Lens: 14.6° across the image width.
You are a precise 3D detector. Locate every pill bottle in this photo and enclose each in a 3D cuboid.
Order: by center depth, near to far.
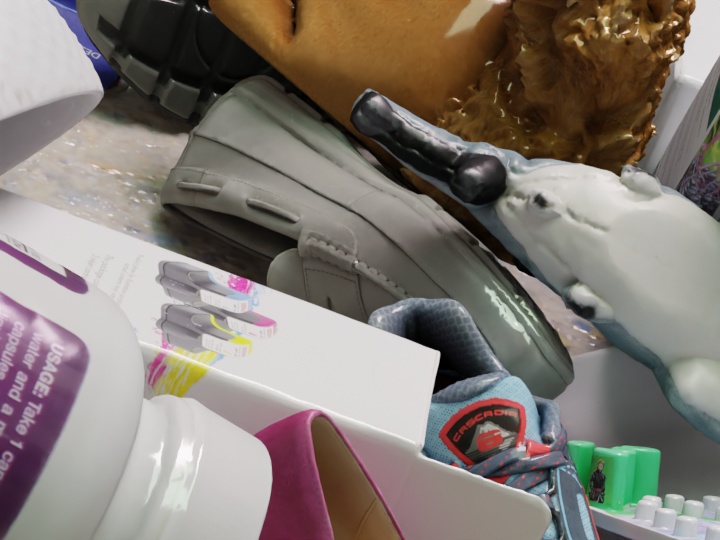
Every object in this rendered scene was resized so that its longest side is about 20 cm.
[{"bbox_3d":[-0.126,0.034,0.712,0.200,0.112,0.112,31,27,-18],"label":"pill bottle"}]

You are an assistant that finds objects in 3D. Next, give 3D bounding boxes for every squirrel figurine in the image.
[{"bbox_3d":[0.073,-0.109,1.075,0.142,0.187,0.200,40,1,-38],"label":"squirrel figurine"}]

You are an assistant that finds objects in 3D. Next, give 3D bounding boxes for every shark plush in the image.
[{"bbox_3d":[0.079,0.005,0.993,0.200,0.091,0.083,19,-10,-18],"label":"shark plush"}]

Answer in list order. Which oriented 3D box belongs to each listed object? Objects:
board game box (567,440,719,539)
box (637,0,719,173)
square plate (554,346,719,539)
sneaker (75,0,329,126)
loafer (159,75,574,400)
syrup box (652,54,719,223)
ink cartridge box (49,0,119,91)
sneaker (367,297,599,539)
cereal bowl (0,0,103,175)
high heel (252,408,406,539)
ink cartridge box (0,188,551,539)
[{"bbox_3d":[0.185,0.085,0.897,0.200,0.026,0.200,7,1,-18],"label":"board game box"},{"bbox_3d":[0.205,-0.041,1.199,0.200,0.106,0.152,19,30,-5],"label":"box"},{"bbox_3d":[0.161,0.093,1.031,0.198,0.028,0.200,-11,43,-43],"label":"square plate"},{"bbox_3d":[-0.037,-0.100,1.190,0.200,0.075,0.079,12,20,-34],"label":"sneaker"},{"bbox_3d":[0.000,0.000,1.038,0.200,0.070,0.070,38,-7,42],"label":"loafer"},{"bbox_3d":[0.165,-0.049,1.022,0.081,0.200,0.079,21,52,-2],"label":"syrup box"},{"bbox_3d":[-0.158,-0.171,1.240,0.197,0.047,0.200,25,27,4],"label":"ink cartridge box"},{"bbox_3d":[0.035,0.082,0.888,0.079,0.096,0.200,-15,37,-13],"label":"sneaker"},{"bbox_3d":[-0.182,-0.042,0.849,0.200,0.200,0.083,-29,91,-54],"label":"cereal bowl"},{"bbox_3d":[0.028,0.129,0.789,0.200,0.096,0.067,44,33,7],"label":"high heel"},{"bbox_3d":[-0.051,0.065,0.850,0.200,0.115,0.068,21,26,-3],"label":"ink cartridge box"}]
